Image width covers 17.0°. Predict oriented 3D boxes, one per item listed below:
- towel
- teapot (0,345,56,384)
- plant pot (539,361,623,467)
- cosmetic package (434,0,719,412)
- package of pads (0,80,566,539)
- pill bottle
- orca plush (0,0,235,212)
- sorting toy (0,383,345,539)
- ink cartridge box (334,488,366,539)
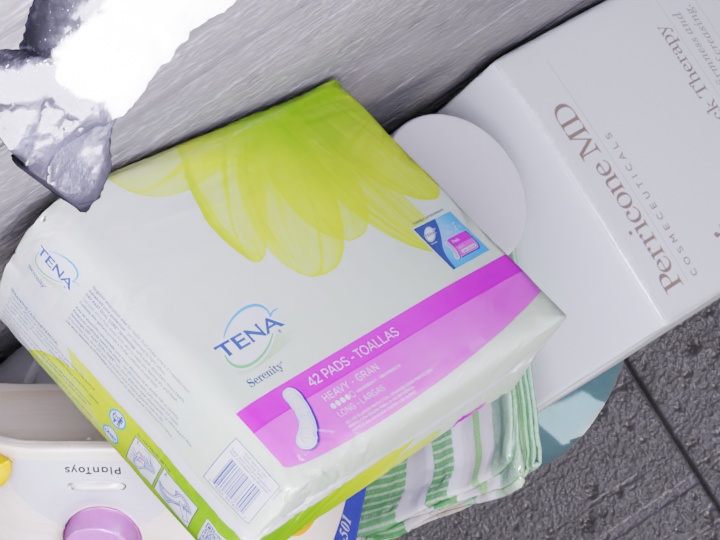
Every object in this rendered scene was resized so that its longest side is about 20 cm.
[{"bbox_3d":[0.032,0.063,1.312,0.023,0.154,0.200,3,161,-28],"label":"towel"},{"bbox_3d":[-0.104,0.089,1.177,0.200,0.197,0.146,-49,164,-37],"label":"teapot"},{"bbox_3d":[0.073,0.028,1.678,0.134,0.201,0.200,21,138,-35],"label":"plant pot"},{"bbox_3d":[0.144,-0.048,1.340,0.199,0.168,0.166,-30,175,-35],"label":"cosmetic package"},{"bbox_3d":[-0.032,0.013,0.968,0.200,0.155,0.068,-29,160,-48],"label":"package of pads"},{"bbox_3d":[0.000,0.000,1.244,0.112,0.112,0.200,-28,173,-37],"label":"pill bottle"},{"bbox_3d":[-0.010,-0.100,0.513,0.201,0.105,0.071,-55,-145,1],"label":"orca plush"},{"bbox_3d":[-0.101,0.136,1.029,0.198,0.181,0.107,0,-156,3],"label":"sorting toy"},{"bbox_3d":[-0.085,0.165,1.349,0.199,0.044,0.094,-23,-138,41],"label":"ink cartridge box"}]
